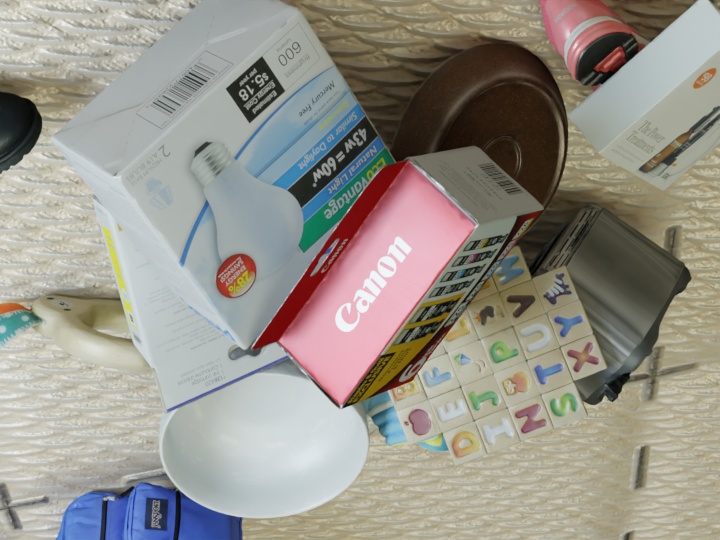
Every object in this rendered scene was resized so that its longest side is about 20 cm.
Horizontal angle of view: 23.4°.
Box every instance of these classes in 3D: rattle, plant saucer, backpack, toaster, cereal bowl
[{"bbox_3d":[-0.241,0.014,1.555,0.198,0.130,0.144,15,122,2],"label":"rattle"},{"bbox_3d":[0.112,-0.097,1.520,0.199,0.034,0.202,-15,117,-32],"label":"plant saucer"},{"bbox_3d":[-0.223,0.304,1.807,0.198,0.163,0.169,10,123,-12],"label":"backpack"},{"bbox_3d":[0.217,0.032,1.645,0.129,0.200,0.114,39,135,0],"label":"toaster"},{"bbox_3d":[-0.091,0.139,1.641,0.198,0.084,0.201,-3,133,-3],"label":"cereal bowl"}]

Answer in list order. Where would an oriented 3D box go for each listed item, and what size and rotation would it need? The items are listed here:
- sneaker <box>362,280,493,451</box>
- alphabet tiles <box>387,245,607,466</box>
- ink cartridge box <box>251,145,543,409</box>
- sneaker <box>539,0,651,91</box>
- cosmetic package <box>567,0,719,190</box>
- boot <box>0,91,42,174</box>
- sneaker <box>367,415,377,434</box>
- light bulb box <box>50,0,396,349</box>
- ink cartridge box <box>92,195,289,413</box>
[{"bbox_3d":[0.082,0.091,1.634,0.200,0.131,0.079,-40,161,27],"label":"sneaker"},{"bbox_3d":[0.115,0.078,1.584,0.199,0.167,0.006,-22,179,15],"label":"alphabet tiles"},{"bbox_3d":[0.029,0.007,1.393,0.200,0.084,0.175,-54,162,24],"label":"ink cartridge box"},{"bbox_3d":[0.208,-0.198,1.494,0.074,0.087,0.200,-39,159,12],"label":"sneaker"},{"bbox_3d":[0.281,-0.149,1.519,0.151,0.052,0.200,-43,158,15],"label":"cosmetic package"},{"bbox_3d":[-0.364,-0.136,1.340,0.199,0.077,0.169,-13,142,3],"label":"boot"},{"bbox_3d":[0.065,0.121,1.769,0.129,0.080,0.200,25,113,-28],"label":"sneaker"},{"bbox_3d":[-0.099,-0.084,1.383,0.198,0.125,0.200,-44,127,-11],"label":"light bulb box"},{"bbox_3d":[-0.115,-0.005,1.513,0.197,0.047,0.201,-23,121,-22],"label":"ink cartridge box"}]
